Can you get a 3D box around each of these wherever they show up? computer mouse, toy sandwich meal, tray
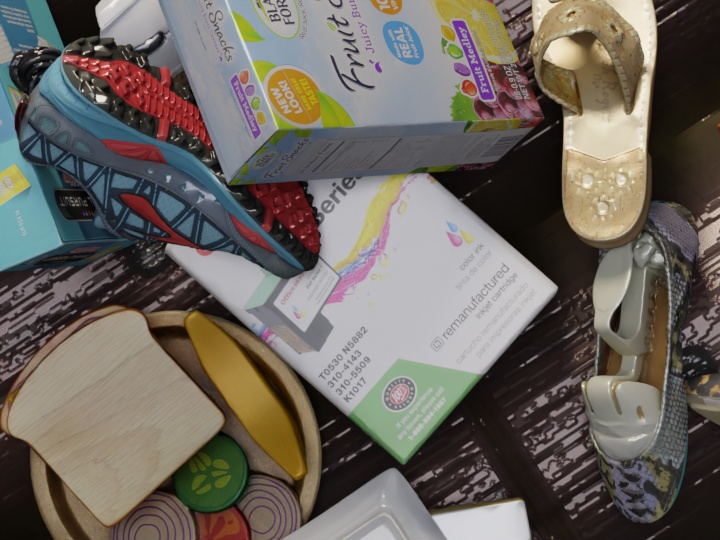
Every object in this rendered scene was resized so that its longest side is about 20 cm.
[{"bbox_3d":[-0.126,-0.148,1.349,0.044,0.110,0.200,7,50,40],"label":"computer mouse"},{"bbox_3d":[-0.122,0.112,1.379,0.205,0.070,0.206,0,88,3],"label":"toy sandwich meal"},{"bbox_3d":[0.032,0.231,1.353,0.107,0.022,0.200,-34,86,3],"label":"tray"}]

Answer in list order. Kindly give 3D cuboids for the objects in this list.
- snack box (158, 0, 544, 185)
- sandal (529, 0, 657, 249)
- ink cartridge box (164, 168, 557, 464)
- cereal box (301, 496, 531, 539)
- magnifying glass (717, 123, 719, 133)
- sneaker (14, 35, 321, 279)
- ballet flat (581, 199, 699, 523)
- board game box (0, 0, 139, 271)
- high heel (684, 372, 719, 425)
[{"bbox_3d":[-0.010,-0.141,1.307,0.200,0.068,0.169,-7,66,-37],"label":"snack box"},{"bbox_3d":[0.140,-0.123,1.345,0.077,0.070,0.212,-8,73,14],"label":"sandal"},{"bbox_3d":[0.000,0.000,1.369,0.200,0.084,0.145,41,90,4],"label":"ink cartridge box"},{"bbox_3d":[0.049,0.250,1.382,0.144,0.040,0.200,-10,88,3],"label":"cereal box"},{"bbox_3d":[0.316,-0.131,1.390,0.200,0.022,0.080,-30,87,0],"label":"magnifying glass"},{"bbox_3d":[-0.112,-0.054,1.290,0.200,0.079,0.095,37,127,-23],"label":"sneaker"},{"bbox_3d":[0.164,0.054,1.365,0.072,0.072,0.201,5,87,3],"label":"ballet flat"},{"bbox_3d":[-0.212,-0.101,1.348,0.047,0.151,0.200,-22,87,11],"label":"board game box"},{"bbox_3d":[0.304,0.043,1.377,0.200,0.071,0.143,7,65,16],"label":"high heel"}]
